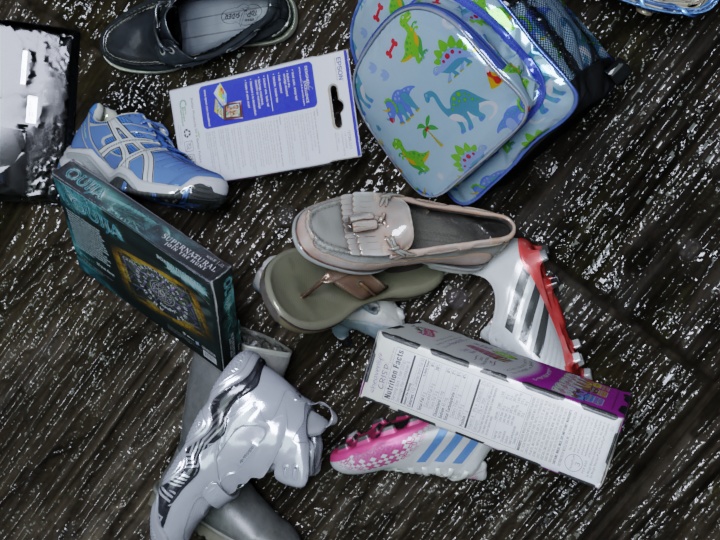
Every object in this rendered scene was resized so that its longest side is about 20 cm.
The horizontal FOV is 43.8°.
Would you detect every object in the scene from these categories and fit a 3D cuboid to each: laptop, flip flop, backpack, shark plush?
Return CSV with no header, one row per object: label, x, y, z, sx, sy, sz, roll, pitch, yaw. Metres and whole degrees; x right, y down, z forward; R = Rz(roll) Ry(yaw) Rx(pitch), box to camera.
laptop,-0.396,-0.166,0.918,0.199,0.103,0.178,4,97,-17
flip flop,0.000,0.000,0.790,0.058,0.199,0.081,-49,59,49
backpack,0.083,-0.175,0.752,0.200,0.147,0.183,54,138,6
shark plush,-0.005,0.037,0.867,0.199,0.091,0.083,27,124,-9

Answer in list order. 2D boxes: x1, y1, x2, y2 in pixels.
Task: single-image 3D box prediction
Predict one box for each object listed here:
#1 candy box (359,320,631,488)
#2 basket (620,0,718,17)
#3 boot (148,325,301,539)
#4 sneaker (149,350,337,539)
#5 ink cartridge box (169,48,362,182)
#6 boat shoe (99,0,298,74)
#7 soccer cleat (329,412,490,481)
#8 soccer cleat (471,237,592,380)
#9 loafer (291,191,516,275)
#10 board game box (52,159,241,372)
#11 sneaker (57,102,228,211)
candy box,0.115,0.103,0.741,0.199,0.136,0.061,19,96,19
basket,0.239,-0.282,0.711,0.176,0.200,0.140,24,98,7
boot,-0.107,0.168,0.883,0.181,0.073,0.201,23,92,4
sneaker,-0.105,0.183,0.810,0.115,0.075,0.201,27,92,9
ink cartridge box,-0.086,-0.137,0.831,0.199,0.037,0.095,-6,94,30
boat shoe,-0.161,-0.231,0.846,0.198,0.066,0.075,-3,95,9
soccer cleat,0.070,0.170,0.847,0.199,0.070,0.087,-22,92,10
soccer cleat,0.158,0.070,0.830,0.085,0.069,0.201,-17,89,19
loafer,0.041,-0.037,0.757,0.199,0.063,0.072,3,68,-31
board game box,-0.194,-0.003,0.823,0.200,0.136,0.028,32,55,21
sneaker,-0.203,-0.106,0.839,0.199,0.076,0.077,19,88,28
